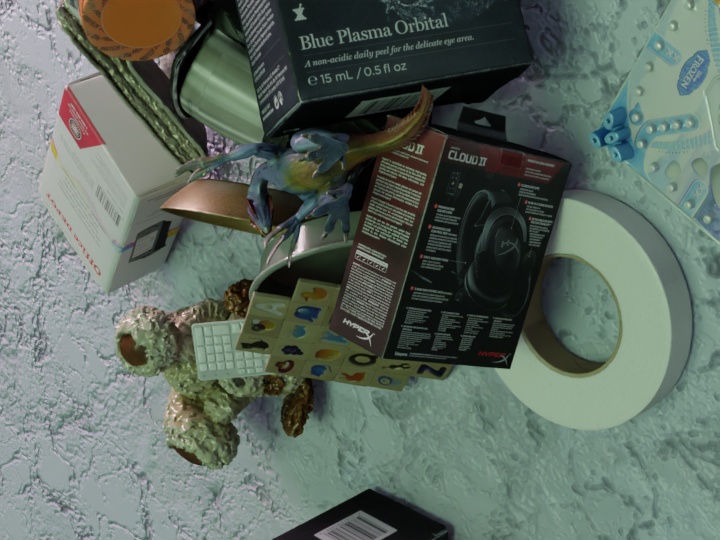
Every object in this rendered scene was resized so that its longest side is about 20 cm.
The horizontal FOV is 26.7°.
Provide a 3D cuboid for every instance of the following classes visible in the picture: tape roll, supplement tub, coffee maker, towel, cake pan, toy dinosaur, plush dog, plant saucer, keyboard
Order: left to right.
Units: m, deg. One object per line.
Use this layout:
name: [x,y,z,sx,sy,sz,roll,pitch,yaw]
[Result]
supplement tub: [-0.200,-0.284,1.315,0.123,0.122,0.201,-53,36,40]
towel: [-0.206,-0.180,1.405,0.034,0.133,0.200,-37,110,8]
plush dog: [-0.124,0.085,1.527,0.171,0.161,0.201,-6,123,28]
plant saucer: [-0.083,-0.053,1.393,0.200,0.200,0.036,10,88,40]
keyboard: [-0.059,0.069,1.443,0.199,0.011,0.057,-6,109,3]
toy dinosaur: [-0.038,-0.069,1.212,0.181,0.199,0.105,-137,25,-76]
coffee maker: [-0.036,-0.168,1.321,0.200,0.135,0.192,33,92,13]
cake pan: [0.000,0.000,1.334,0.200,0.200,0.037,-31,57,44]
tape roll: [0.182,0.033,1.271,0.202,0.037,0.204,16,114,40]

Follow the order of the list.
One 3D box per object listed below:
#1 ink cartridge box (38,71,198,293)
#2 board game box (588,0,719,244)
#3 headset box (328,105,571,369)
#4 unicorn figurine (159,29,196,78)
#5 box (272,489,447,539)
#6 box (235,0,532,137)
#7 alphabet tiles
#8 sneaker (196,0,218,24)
ink cartridge box: [-0.252,-0.093,1.565,0.148,0.085,0.200,55,150,14]
board game box: [0.286,-0.115,1.132,0.200,0.026,0.200,44,129,23]
headset box: [0.075,-0.029,1.213,0.077,0.148,0.201,24,103,47]
unicorn figurine: [-0.201,-0.250,1.480,0.200,0.074,0.137,47,160,-1]
box: [-0.008,0.341,1.466,0.107,0.148,0.201,22,119,36]
box: [0.007,-0.227,1.195,0.117,0.196,0.201,152,105,-72]
alphabet tiles: [-0.007,0.060,1.358,0.167,0.199,0.006,113,163,-56]
sneaker: [-0.116,-0.305,1.381,0.200,0.075,0.116,120,145,-47]
